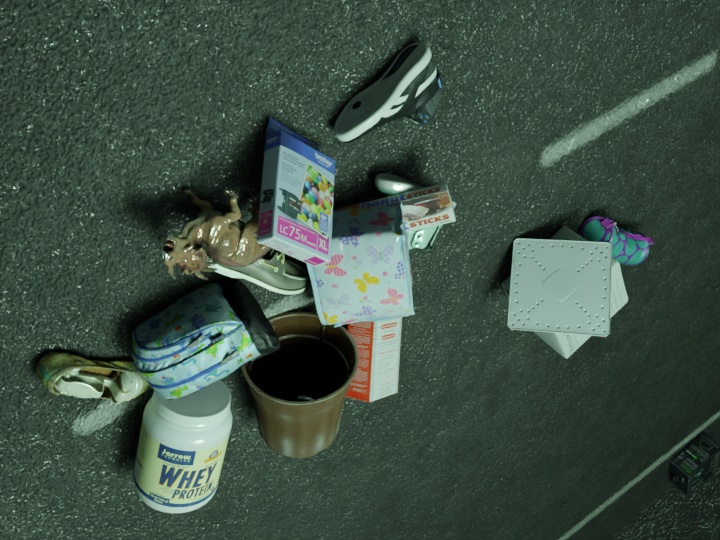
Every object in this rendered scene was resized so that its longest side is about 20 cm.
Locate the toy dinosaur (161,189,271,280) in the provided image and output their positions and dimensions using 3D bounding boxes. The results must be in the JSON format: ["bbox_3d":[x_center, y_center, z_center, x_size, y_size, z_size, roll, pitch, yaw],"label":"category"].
[{"bbox_3d":[-0.194,-0.038,1.046,0.199,0.086,0.136,15,77,-32],"label":"toy dinosaur"}]

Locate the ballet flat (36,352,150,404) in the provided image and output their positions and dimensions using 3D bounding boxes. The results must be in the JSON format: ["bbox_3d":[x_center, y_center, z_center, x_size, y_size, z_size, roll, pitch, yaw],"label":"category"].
[{"bbox_3d":[-0.391,0.171,1.116,0.200,0.071,0.071,21,106,-45],"label":"ballet flat"}]

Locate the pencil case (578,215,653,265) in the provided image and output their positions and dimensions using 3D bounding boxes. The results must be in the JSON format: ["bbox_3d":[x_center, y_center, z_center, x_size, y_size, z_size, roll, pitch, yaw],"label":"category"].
[{"bbox_3d":[0.596,-0.067,1.711,0.199,0.085,0.092,11,139,-43],"label":"pencil case"}]

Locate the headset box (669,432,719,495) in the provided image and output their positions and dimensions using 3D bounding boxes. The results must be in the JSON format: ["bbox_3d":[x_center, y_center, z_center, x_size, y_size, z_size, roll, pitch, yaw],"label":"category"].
[{"bbox_3d":[1.312,0.767,2.884,0.200,0.093,0.174,-37,137,-11],"label":"headset box"}]

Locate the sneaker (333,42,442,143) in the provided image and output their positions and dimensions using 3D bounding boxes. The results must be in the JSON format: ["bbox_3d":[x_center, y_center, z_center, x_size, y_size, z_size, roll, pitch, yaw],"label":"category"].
[{"bbox_3d":[0.057,-0.250,1.157,0.200,0.073,0.112,-45,136,-4],"label":"sneaker"}]

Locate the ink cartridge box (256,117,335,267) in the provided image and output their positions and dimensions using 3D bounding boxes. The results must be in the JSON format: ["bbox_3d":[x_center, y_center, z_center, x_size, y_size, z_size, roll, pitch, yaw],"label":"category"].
[{"bbox_3d":[-0.090,-0.118,1.072,0.042,0.201,0.119,-17,153,37],"label":"ink cartridge box"}]

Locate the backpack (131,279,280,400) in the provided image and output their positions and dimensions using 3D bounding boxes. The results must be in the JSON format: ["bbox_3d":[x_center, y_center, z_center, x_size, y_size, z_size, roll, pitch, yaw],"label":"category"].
[{"bbox_3d":[-0.250,0.108,1.130,0.200,0.163,0.154,-39,129,2],"label":"backpack"}]

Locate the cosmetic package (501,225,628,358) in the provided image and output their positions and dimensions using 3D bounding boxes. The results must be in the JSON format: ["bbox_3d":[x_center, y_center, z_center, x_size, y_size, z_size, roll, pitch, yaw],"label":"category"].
[{"bbox_3d":[0.452,0.048,1.621,0.200,0.165,0.165,-43,137,-5],"label":"cosmetic package"}]

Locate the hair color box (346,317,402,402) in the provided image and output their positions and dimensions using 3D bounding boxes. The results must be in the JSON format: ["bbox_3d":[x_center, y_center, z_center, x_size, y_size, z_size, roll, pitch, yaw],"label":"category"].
[{"bbox_3d":[0.026,0.131,1.349,0.101,0.061,0.201,-3,99,-57],"label":"hair color box"}]

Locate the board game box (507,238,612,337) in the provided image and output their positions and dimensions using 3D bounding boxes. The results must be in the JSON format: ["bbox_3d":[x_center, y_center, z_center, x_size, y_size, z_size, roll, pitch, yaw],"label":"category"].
[{"bbox_3d":[0.411,0.035,1.512,0.026,0.199,0.201,60,36,-65],"label":"board game box"}]

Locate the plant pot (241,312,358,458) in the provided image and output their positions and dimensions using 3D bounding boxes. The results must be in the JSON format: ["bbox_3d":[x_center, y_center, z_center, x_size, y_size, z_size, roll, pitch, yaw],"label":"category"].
[{"bbox_3d":[-0.107,0.214,1.291,0.200,0.200,0.199,-21,138,-26],"label":"plant pot"}]

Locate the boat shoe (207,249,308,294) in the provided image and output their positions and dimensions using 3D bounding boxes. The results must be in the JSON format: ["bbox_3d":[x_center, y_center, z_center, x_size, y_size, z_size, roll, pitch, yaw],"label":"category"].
[{"bbox_3d":[-0.156,-0.015,1.161,0.201,0.072,0.060,19,112,-41],"label":"boat shoe"}]

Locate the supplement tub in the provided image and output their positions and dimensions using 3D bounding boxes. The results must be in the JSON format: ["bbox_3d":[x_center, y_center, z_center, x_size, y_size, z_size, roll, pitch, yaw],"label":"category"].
[{"bbox_3d":[-0.293,0.282,1.215,0.144,0.145,0.201,-4,123,-36],"label":"supplement tub"}]

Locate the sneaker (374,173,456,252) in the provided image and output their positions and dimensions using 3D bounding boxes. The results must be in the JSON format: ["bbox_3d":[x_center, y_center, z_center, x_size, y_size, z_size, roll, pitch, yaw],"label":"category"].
[{"bbox_3d":[0.083,-0.094,1.287,0.200,0.074,0.119,16,103,-47],"label":"sneaker"}]

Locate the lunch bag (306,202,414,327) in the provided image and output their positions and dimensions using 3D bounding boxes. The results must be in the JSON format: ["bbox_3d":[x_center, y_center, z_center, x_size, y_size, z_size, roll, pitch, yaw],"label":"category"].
[{"bbox_3d":[0.000,0.000,1.222,0.169,0.127,0.201,-7,125,6],"label":"lunch bag"}]

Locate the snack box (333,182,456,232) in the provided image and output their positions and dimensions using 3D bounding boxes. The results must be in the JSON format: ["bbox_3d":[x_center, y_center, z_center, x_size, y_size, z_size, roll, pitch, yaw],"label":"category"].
[{"bbox_3d":[0.056,-0.092,1.234,0.199,0.024,0.072,-13,137,12],"label":"snack box"}]
